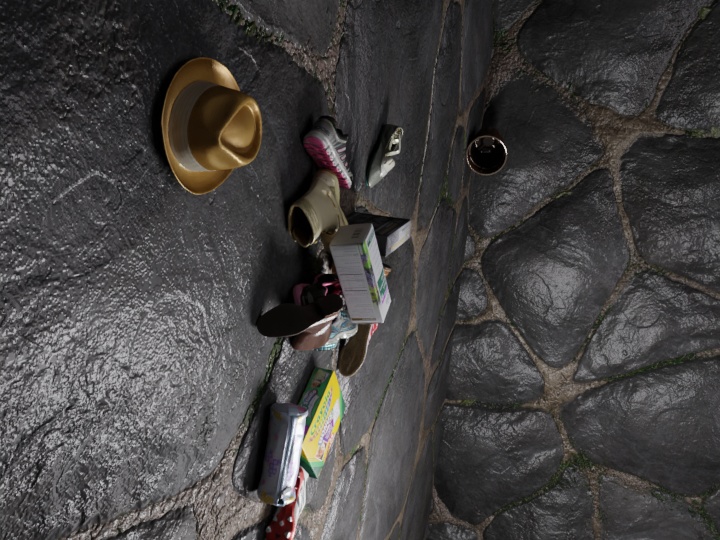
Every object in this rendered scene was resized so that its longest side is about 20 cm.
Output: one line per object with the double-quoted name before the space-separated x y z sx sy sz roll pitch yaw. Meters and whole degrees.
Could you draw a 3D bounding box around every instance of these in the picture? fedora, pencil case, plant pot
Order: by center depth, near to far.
"fedora" -0.195 -0.200 0.825 0.200 0.080 0.205 10 90 -71
"pencil case" -0.162 0.379 1.211 0.091 0.081 0.205 -176 -85 -87
"plant pot" 0.635 -0.611 2.915 0.199 0.196 0.204 -65 157 -54

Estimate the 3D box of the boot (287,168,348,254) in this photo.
"boot" -0.086 -0.087 1.217 0.156 0.071 0.203 -60 151 -47

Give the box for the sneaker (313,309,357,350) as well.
"sneaker" -0.058 0.121 1.401 0.200 0.076 0.088 -35 129 -65

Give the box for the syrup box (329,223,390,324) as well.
"syrup box" 0.003 0.010 1.237 0.079 0.080 0.203 -63 144 -52

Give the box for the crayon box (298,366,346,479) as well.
"crayon box" -0.106 0.366 1.407 0.174 0.057 0.202 78 28 -48

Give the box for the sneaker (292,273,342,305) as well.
"sneaker" -0.069 0.045 1.282 0.200 0.094 0.081 -31 105 -67

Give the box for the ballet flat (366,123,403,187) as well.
"ballet flat" 0.070 -0.312 1.578 0.068 0.062 0.203 64 40 -59

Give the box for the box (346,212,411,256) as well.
"box" 0.022 -0.091 1.402 0.200 0.155 0.049 -38 136 -64

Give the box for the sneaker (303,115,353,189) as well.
"sneaker" -0.054 -0.249 1.229 0.089 0.072 0.200 -67 153 -18

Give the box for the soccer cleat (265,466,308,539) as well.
"soccer cleat" -0.161 0.549 1.327 0.085 0.067 0.204 52 45 -60

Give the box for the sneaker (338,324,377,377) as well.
"sneaker" -0.003 0.190 1.605 0.112 0.070 0.204 -9 119 -81

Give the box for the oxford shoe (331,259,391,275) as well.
"oxford shoe" 0.000 0.000 1.351 0.070 0.198 0.073 18 86 -35

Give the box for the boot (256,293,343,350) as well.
"boot" -0.131 0.127 1.204 0.201 0.183 0.065 119 -46 -61
